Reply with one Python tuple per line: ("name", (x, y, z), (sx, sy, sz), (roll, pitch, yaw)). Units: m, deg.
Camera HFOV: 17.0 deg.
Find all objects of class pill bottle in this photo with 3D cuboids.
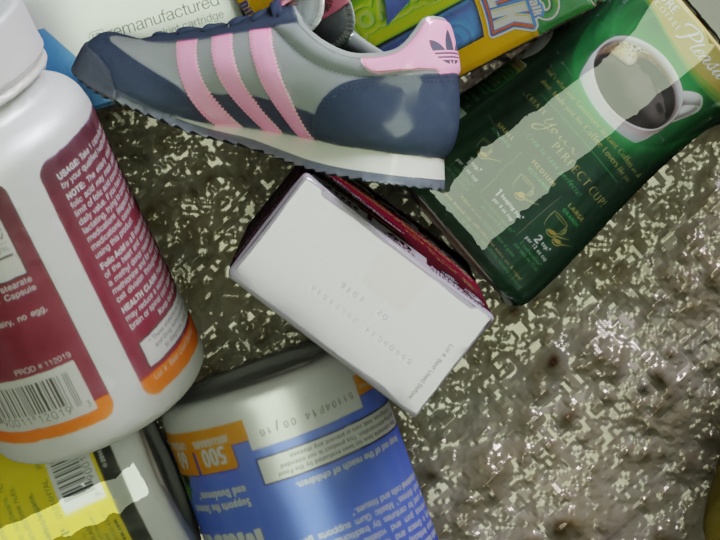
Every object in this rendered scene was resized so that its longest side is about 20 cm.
("pill bottle", (-0.188, 0.136, 1.201), (0.200, 0.111, 0.111), (-23, 95, 1))
("pill bottle", (-0.017, 0.143, 1.206), (0.112, 0.112, 0.200), (-19, 95, 0))
("pill bottle", (-0.161, -0.021, 1.116), (0.114, 0.114, 0.200), (-23, 114, 0))

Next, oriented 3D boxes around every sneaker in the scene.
("sneaker", (-0.040, -0.095, 1.094), (0.200, 0.070, 0.082), (17, 99, 26))

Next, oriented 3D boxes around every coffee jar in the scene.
("coffee jar", (0.118, -0.082, 1.204), (0.200, 0.085, 0.104), (-40, 97, 3))

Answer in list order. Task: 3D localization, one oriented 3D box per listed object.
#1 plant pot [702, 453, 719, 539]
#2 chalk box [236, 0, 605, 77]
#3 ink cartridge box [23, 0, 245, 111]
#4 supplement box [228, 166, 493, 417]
("plant pot", (0.267, 0.073, 1.155), (0.194, 0.200, 0.196), (21, 62, -4))
("chalk box", (0.047, -0.169, 1.139), (0.200, 0.125, 0.124), (-27, 104, 22))
("ink cartridge box", (-0.148, -0.178, 1.188), (0.144, 0.085, 0.200), (-18, 94, 1))
("supplement box", (0.000, 0.000, 1.149), (0.109, 0.200, 0.061), (37, 95, -5))
